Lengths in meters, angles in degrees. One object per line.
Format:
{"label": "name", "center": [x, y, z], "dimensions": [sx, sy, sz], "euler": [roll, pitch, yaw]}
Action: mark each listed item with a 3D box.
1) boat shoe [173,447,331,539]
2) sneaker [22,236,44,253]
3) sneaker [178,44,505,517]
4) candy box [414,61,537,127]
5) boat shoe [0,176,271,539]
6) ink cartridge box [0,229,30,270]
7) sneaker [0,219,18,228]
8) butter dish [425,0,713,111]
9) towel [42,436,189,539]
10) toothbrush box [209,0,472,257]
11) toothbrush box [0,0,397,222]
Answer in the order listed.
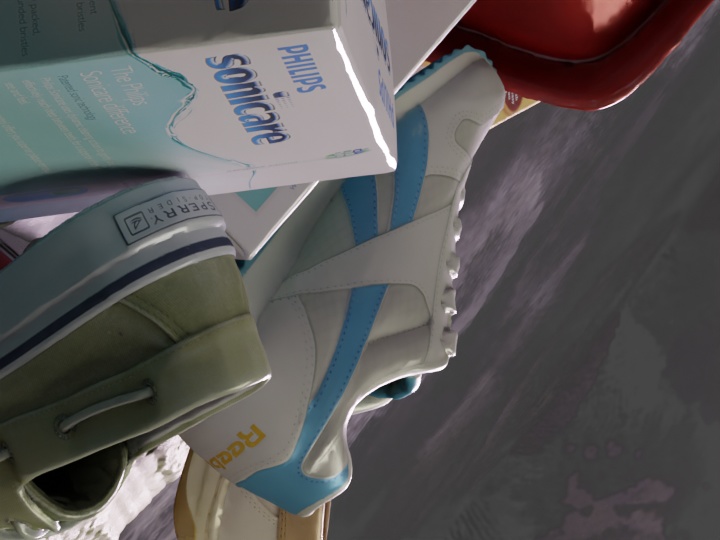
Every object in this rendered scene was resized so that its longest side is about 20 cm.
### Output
{"label": "boat shoe", "center": [-0.009, 0.019, 1.012], "dimensions": [0.074, 0.069, 0.201], "euler": [70, 39, -82]}
{"label": "sneaker", "center": [-0.179, 0.056, 0.962], "dimensions": [0.200, 0.088, 0.081], "euler": [-48, 174, -14]}
{"label": "sneaker", "center": [0.000, 0.000, 0.932], "dimensions": [0.200, 0.081, 0.076], "euler": [-53, -169, -33]}
{"label": "candy box", "center": [0.006, -0.088, 1.154], "dimensions": [0.200, 0.116, 0.057], "euler": [-32, 121, -57]}
{"label": "boat shoe", "center": [-0.095, 0.044, 0.734], "dimensions": [0.072, 0.062, 0.200], "euler": [-15, 165, -38]}
{"label": "ink cartridge box", "center": [-0.181, 0.084, 1.070], "dimensions": [0.200, 0.084, 0.176], "euler": [-51, 167, 1]}
{"label": "sneaker", "center": [-0.139, -0.038, 0.842], "dimensions": [0.067, 0.090, 0.200], "euler": [-48, 168, -7]}
{"label": "butter dish", "center": [0.065, -0.187, 1.029], "dimensions": [0.200, 0.200, 0.148], "euler": [-50, 136, -17]}
{"label": "towel", "center": [-0.104, 0.077, 1.009], "dimensions": [0.148, 0.036, 0.200], "euler": [-48, 172, -9]}
{"label": "toothbrush box", "center": [-0.038, -0.086, 0.899], "dimensions": [0.147, 0.085, 0.200], "euler": [-49, -171, -8]}
{"label": "toothbrush box", "center": [-0.097, -0.067, 0.664], "dimensions": [0.199, 0.086, 0.146], "euler": [-6, 168, 6]}
